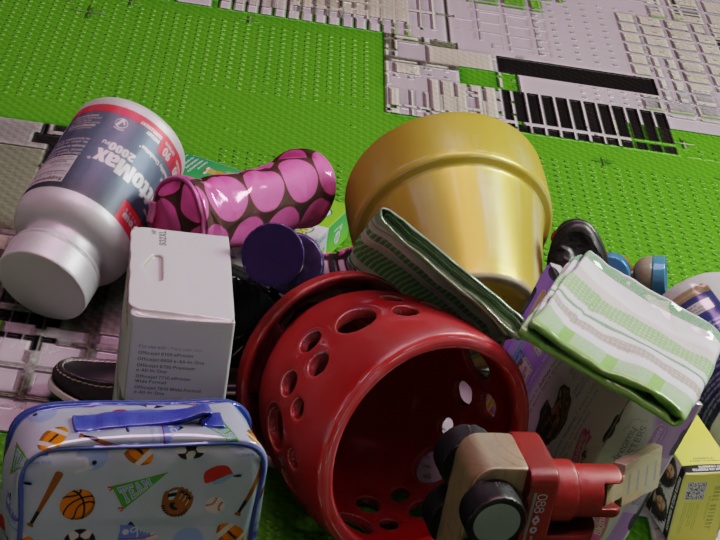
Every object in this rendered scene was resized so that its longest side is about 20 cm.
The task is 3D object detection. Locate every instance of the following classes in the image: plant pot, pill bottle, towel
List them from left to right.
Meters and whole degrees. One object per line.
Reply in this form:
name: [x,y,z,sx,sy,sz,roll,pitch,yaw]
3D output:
pill bottle: [-0.255,-0.056,1.850,0.119,0.120,0.200,16,51,12]
plant pot: [0.006,0.107,1.591,0.200,0.201,0.182,-9,28,-33]
towel: [0.059,0.016,1.619,0.152,0.023,0.200,40,-10,-1]
plant pot: [0.092,-0.016,1.875,0.200,0.201,0.189,4,44,-12]
towel: [0.213,0.050,1.568,0.149,0.031,0.200,29,21,9]
pill bottle: [0.345,0.106,1.779,0.110,0.111,0.200,-6,46,-28]

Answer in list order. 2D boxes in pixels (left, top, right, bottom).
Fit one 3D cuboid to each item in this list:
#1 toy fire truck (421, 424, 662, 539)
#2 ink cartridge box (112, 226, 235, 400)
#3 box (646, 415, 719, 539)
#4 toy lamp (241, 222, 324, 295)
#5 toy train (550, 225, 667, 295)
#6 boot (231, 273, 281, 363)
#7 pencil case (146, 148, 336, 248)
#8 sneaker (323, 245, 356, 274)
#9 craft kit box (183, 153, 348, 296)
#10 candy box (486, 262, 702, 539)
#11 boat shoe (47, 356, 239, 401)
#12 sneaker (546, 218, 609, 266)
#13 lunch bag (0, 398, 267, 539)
toy fire truck: [0.147,0.200,1.481,0.199,0.177,0.129,2,28,-16]
ink cartridge box: [-0.153,0.087,1.567,0.083,0.201,0.145,5,28,-9]
box: [0.263,0.150,1.727,0.050,0.076,0.200,2,30,-15]
toy lamp: [-0.062,-0.009,1.656,0.058,0.059,0.200,11,-2,3]
toy train: [0.252,0.000,1.973,0.115,0.085,0.200,4,5,10]
boot: [-0.133,0.029,1.751,0.198,0.074,0.162,18,4,-46]
pencil case: [-0.116,-0.064,1.871,0.093,0.091,0.200,25,23,32]
sneaker: [0.000,0.000,1.775,0.199,0.088,0.074,21,4,27]
craft kit box: [-0.136,-0.042,1.992,0.197,0.049,0.200,20,29,14]
candy box: [0.181,0.119,1.646,0.071,0.168,0.200,16,23,-26]
boat shoe: [-0.169,0.097,1.695,0.199,0.061,0.074,13,26,5]
sneaker: [0.197,0.053,1.793,0.060,0.201,0.104,4,2,3]
lunch bag: [-0.165,0.165,1.459,0.199,0.161,0.076,-1,30,-19]
